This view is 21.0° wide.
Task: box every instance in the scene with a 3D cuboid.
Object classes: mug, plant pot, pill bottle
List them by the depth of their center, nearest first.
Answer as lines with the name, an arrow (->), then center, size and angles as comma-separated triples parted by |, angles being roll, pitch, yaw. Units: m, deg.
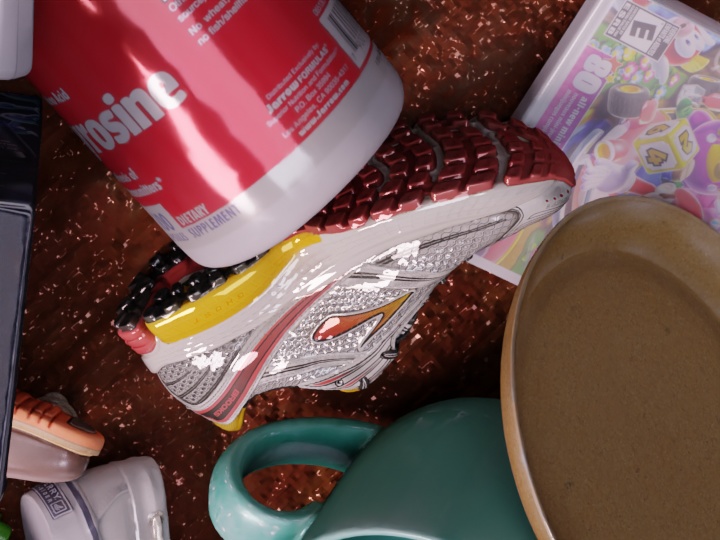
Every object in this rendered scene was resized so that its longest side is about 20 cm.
pill bottle -> -0.084, -0.108, 0.747 | 0.112, 0.112, 0.200 | -40, 107, 4
plant pot -> 0.123, 0.069, 0.778 | 0.027, 0.201, 0.200 | -25, 114, 43
mug -> 0.046, 0.117, 0.814 | 0.151, 0.115, 0.186 | -21, 111, 39

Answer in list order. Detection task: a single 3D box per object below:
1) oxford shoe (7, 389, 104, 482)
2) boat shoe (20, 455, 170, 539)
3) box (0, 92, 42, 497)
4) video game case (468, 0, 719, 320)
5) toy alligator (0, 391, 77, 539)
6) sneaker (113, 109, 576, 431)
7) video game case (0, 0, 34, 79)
oxford shoe -> -0.205, 0.073, 0.797 | 0.198, 0.071, 0.074 | 8, 88, 0
boat shoe -> -0.096, 0.173, 0.851 | 0.065, 0.072, 0.202 | -20, 112, -23
box -> -0.195, -0.005, 0.714 | 0.147, 0.200, 0.108 | 7, 104, -11
video game case -> 0.154, -0.026, 0.832 | 0.199, 0.018, 0.144 | 25, 119, -14
toy alligator -> -0.183, 0.142, 0.833 | 0.059, 0.054, 0.201 | 33, 99, -16
sneaker -> 0.000, 0.000, 0.809 | 0.199, 0.078, 0.082 | -25, 116, 17
video game case -> -0.186, -0.175, 0.691 | 0.022, 0.199, 0.184 | -14, 115, -50
